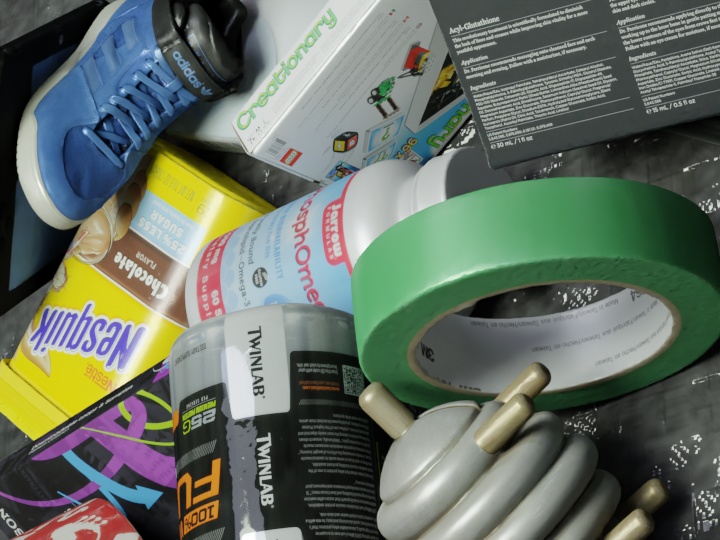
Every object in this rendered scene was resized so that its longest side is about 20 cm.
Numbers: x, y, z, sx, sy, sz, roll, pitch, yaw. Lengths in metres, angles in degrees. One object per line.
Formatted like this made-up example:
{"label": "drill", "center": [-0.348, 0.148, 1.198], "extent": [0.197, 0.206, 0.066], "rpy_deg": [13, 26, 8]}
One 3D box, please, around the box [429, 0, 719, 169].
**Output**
{"label": "box", "center": [0.145, -0.152, 1.584], "extent": [0.199, 0.079, 0.142], "rpy_deg": [-12, 111, 28]}

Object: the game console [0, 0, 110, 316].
{"label": "game console", "center": [-0.206, -0.073, 1.875], "extent": [0.031, 0.200, 0.178], "rpy_deg": [15, 109, 12]}

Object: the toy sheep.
{"label": "toy sheep", "center": [0.078, 0.130, 1.565], "extent": [0.200, 0.138, 0.138], "rpy_deg": [46, 113, 1]}

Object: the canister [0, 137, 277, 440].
{"label": "canister", "center": [-0.140, 0.026, 1.862], "extent": [0.148, 0.086, 0.201], "rpy_deg": [33, 97, 46]}

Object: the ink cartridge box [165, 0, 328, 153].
{"label": "ink cartridge box", "center": [-0.036, -0.172, 1.861], "extent": [0.159, 0.047, 0.201], "rpy_deg": [6, 82, 45]}

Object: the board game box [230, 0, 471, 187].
{"label": "board game box", "center": [0.030, -0.132, 1.726], "extent": [0.200, 0.126, 0.035], "rpy_deg": [-49, 48, 19]}

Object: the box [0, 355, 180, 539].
{"label": "box", "center": [-0.123, 0.141, 1.773], "extent": [0.200, 0.143, 0.036], "rpy_deg": [-31, 16, 33]}

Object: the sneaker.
{"label": "sneaker", "center": [-0.135, -0.113, 1.815], "extent": [0.111, 0.077, 0.200], "rpy_deg": [-18, 31, 36]}

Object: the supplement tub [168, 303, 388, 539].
{"label": "supplement tub", "center": [-0.042, 0.130, 1.622], "extent": [0.122, 0.122, 0.201], "rpy_deg": [-23, 63, 37]}

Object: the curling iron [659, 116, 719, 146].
{"label": "curling iron", "center": [0.149, -0.089, 1.671], "extent": [0.199, 0.025, 0.050], "rpy_deg": [12, 105, 41]}

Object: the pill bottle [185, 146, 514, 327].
{"label": "pill bottle", "center": [0.000, 0.000, 1.719], "extent": [0.199, 0.108, 0.109], "rpy_deg": [-24, 59, 36]}

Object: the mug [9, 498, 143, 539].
{"label": "mug", "center": [-0.200, 0.243, 1.694], "extent": [0.178, 0.199, 0.134], "rpy_deg": [50, 155, 24]}

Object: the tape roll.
{"label": "tape roll", "center": [0.095, 0.017, 1.554], "extent": [0.200, 0.200, 0.048], "rpy_deg": [-26, 59, 35]}
